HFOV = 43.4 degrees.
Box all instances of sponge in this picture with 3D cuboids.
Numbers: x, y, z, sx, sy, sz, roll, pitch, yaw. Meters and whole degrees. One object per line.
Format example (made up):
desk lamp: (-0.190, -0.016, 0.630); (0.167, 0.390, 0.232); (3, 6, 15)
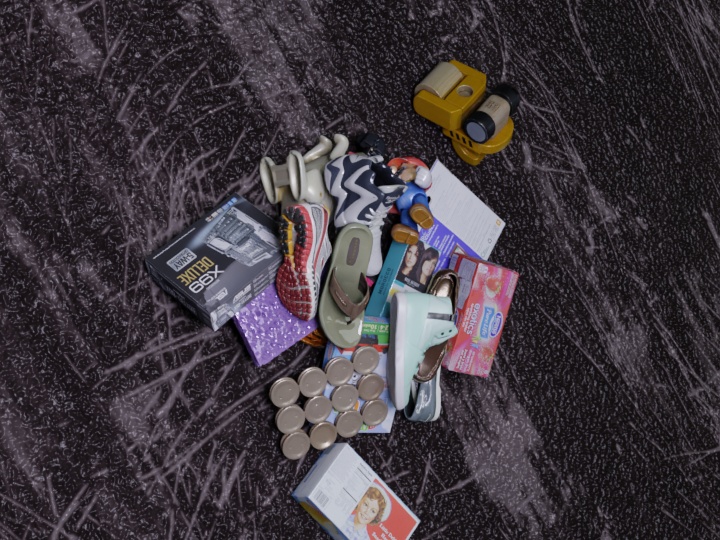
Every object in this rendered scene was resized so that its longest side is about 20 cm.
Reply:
sponge: (-0.115, 0.056, 1.477); (0.199, 0.030, 0.113); (-33, 101, -29)

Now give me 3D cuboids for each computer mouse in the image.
computer mouse: (0.024, -0.218, 1.591); (0.058, 0.200, 0.034); (40, 99, -10)

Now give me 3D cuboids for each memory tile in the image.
memory tile: (-0.050, 0.219, 1.499); (0.197, 0.017, 0.156); (-19, 115, -18)

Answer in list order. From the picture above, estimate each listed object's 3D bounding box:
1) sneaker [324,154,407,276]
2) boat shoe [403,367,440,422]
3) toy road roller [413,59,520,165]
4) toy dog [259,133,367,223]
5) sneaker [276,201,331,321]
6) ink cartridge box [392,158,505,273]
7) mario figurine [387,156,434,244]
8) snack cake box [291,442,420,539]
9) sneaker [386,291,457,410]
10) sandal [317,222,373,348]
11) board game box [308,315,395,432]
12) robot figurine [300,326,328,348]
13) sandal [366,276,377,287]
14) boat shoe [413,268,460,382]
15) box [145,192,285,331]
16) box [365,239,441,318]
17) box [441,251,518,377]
sneaker: (0.026, -0.093, 1.452); (0.079, 0.128, 0.203); (-16, 96, -49)
boat shoe: (0.102, 0.172, 1.627); (0.061, 0.072, 0.204); (-2, 88, -34)
toy road roller: (0.203, -0.297, 1.757); (0.198, 0.147, 0.123); (33, 61, 20)
toy dog: (-0.044, -0.141, 1.560); (0.198, 0.139, 0.197); (-16, 90, -33)
sneaker: (-0.078, -0.011, 1.413); (0.082, 0.077, 0.203); (-24, 131, -44)
ink cartridge box: (0.163, -0.072, 1.720); (0.199, 0.043, 0.200); (40, 65, -21)
mario figurine: (0.073, -0.139, 1.598); (0.202, 0.121, 0.107); (-93, 165, -53)
snack cake box: (-0.006, 0.402, 1.527); (0.201, 0.067, 0.115); (49, 60, -14)
sneaker: (0.107, 0.137, 1.507); (0.116, 0.074, 0.204); (1, 105, -13)
sandal: (-0.019, 0.027, 1.424); (0.078, 0.057, 0.205); (1, 105, -21)
board game box: (0.004, 0.178, 1.542); (0.149, 0.037, 0.204); (5, 106, -29)
robot figurine: (-0.092, 0.058, 1.542); (0.198, 0.058, 0.147); (30, 68, -23)
sandal: (0.000, 0.000, 1.547); (0.076, 0.044, 0.200); (69, 20, -2)
boat shoe: (0.127, 0.094, 1.573); (0.073, 0.075, 0.206); (13, 85, -6)
box: (-0.215, -0.018, 1.437); (0.157, 0.050, 0.199); (35, 58, 25)
box: (0.069, 0.042, 1.608); (0.082, 0.049, 0.203); (25, 84, -36)
box: (0.200, 0.080, 1.648); (0.094, 0.099, 0.203); (13, 96, -26)
